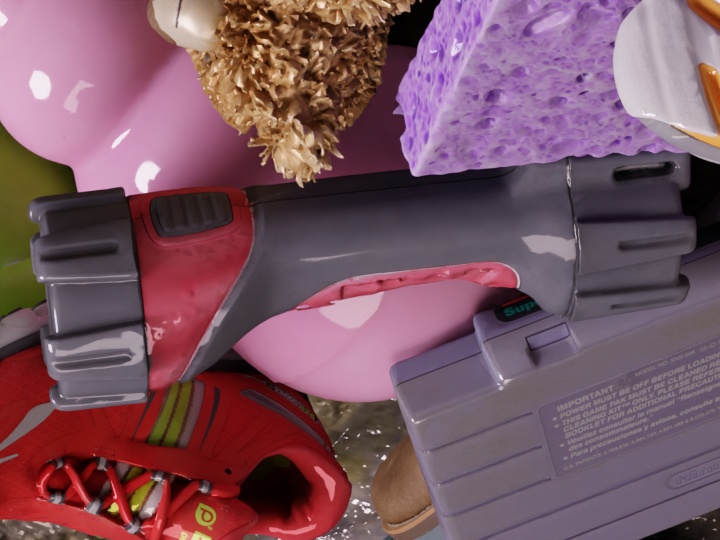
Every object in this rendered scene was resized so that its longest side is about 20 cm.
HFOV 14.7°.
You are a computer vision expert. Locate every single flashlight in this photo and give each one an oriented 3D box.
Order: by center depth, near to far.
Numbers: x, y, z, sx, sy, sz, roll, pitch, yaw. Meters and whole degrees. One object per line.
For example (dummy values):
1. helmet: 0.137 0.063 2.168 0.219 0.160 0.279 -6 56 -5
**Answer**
1. flashlight: 0.000 0.000 0.857 0.200 0.068 0.068 -5 179 -8

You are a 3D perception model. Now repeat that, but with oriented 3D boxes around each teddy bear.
1. teddy bear: -0.013 -0.122 0.793 0.067 0.145 0.200 -7 152 -32

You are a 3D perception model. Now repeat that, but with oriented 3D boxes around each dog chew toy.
1. dog chew toy: -0.038 -0.042 0.932 0.200 0.125 0.125 33 137 -18

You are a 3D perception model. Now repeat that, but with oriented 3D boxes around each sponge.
1. sponge: 0.088 -0.095 0.754 0.112 0.030 0.200 -4 148 -21

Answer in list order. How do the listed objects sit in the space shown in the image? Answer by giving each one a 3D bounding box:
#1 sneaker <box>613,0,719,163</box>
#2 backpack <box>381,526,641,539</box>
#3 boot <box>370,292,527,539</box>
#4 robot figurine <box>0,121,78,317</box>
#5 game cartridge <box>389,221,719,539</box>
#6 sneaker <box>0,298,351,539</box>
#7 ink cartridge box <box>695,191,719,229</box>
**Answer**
1. sneaker: 0.163 -0.056 0.759 0.200 0.078 0.077 -6 163 -13
2. backpack: 0.077 0.188 1.167 0.153 0.176 0.200 -20 131 26
3. boot: 0.044 0.029 1.060 0.075 0.074 0.200 31 133 -6
4. robot figurine: -0.153 -0.015 0.973 0.200 0.116 0.175 46 165 -32
5. game cartridge: 0.115 0.036 0.945 0.200 0.038 0.130 -21 138 -2
6. sneaker: -0.073 0.063 0.918 0.200 0.085 0.077 0 133 -49
7. ink cartridge box: 0.160 0.013 1.025 0.094 0.044 0.200 17 142 -16
